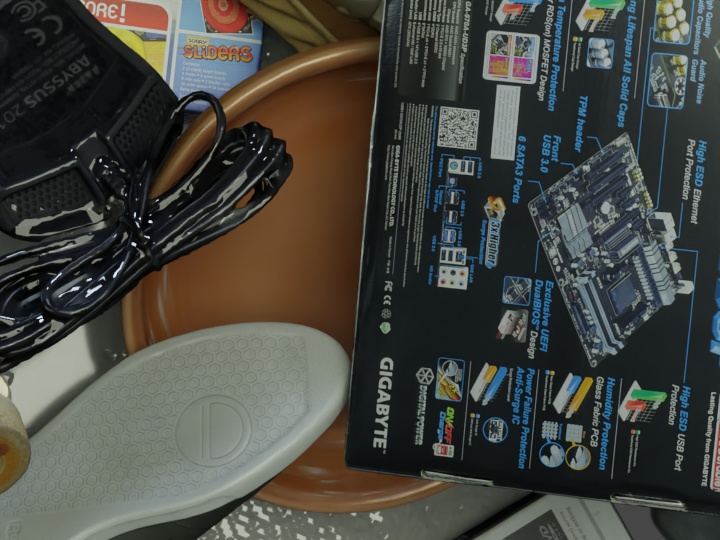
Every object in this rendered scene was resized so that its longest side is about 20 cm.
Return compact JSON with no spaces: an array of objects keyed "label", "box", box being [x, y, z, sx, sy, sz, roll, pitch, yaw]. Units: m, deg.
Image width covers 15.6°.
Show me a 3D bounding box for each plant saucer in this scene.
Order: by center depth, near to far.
[{"label":"plant saucer","box":[0.000,0.000,1.042,0.199,0.037,0.201,-7,115,-16]}]

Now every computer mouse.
[{"label":"computer mouse","box":[-0.129,-0.054,0.982,0.138,0.053,0.200,-34,61,-13]}]

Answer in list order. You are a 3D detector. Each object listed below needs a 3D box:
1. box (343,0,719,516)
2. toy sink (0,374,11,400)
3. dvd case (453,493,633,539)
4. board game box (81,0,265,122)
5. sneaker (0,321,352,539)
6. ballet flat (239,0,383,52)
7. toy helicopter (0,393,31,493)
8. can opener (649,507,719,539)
[{"label":"box","box":[0.081,-0.017,0.963,0.158,0.046,0.201,6,97,10]},{"label":"toy sink","box":[-0.240,0.080,0.982,0.130,0.112,0.200,39,84,-6]},{"label":"dvd case","box":[0.046,0.194,1.076,0.200,0.025,0.151,-30,91,-13]},{"label":"board game box","box":[-0.134,-0.137,1.060,0.199,0.034,0.136,7,84,-12]},{"label":"sneaker","box":[-0.084,0.094,1.014,0.200,0.099,0.071,-33,60,0]},{"label":"ballet flat","box":[0.008,-0.100,1.050,0.200,0.063,0.069,34,67,-22]},{"label":"toy helicopter","box":[-0.210,0.079,0.882,0.199,0.133,0.079,-8,47,-16]},{"label":"can opener","box":[0.112,0.079,1.063,0.199,0.053,0.067,23,103,-24]}]
